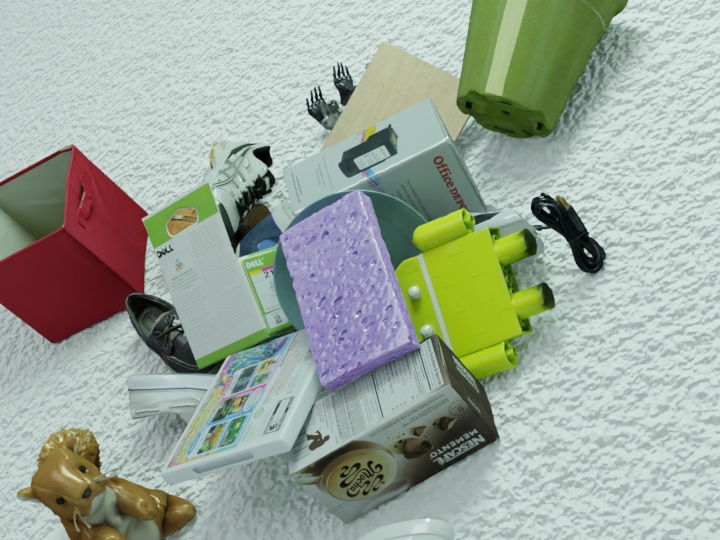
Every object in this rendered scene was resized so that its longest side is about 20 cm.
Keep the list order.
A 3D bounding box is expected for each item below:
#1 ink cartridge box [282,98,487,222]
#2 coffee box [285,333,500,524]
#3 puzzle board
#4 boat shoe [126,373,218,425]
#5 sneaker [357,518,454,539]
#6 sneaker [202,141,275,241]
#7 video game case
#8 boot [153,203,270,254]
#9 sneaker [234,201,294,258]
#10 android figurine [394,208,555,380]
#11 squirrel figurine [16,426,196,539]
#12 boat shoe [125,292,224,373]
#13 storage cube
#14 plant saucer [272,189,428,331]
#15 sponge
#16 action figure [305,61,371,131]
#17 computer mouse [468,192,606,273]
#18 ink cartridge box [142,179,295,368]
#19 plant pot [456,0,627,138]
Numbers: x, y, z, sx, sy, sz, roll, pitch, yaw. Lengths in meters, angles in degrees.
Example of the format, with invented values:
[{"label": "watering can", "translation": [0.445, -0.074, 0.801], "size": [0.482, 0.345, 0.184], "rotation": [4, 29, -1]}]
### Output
[{"label": "ink cartridge box", "translation": [0.031, -0.092, 1.607], "size": [0.199, 0.146, 0.083], "rotation": [-25, 47, 9]}, {"label": "coffee box", "translation": [0.031, 0.169, 1.433], "size": [0.199, 0.113, 0.080], "rotation": [-31, 40, 13]}, {"label": "puzzle board", "translation": [0.043, -0.171, 1.708], "size": [0.150, 0.017, 0.201], "rotation": [29, 89, 17]}, {"label": "boat shoe", "translation": [-0.198, 0.160, 1.668], "size": [0.199, 0.073, 0.066], "rotation": [-1, 88, 30]}, {"label": "sneaker", "translation": [0.014, 0.328, 1.352], "size": [0.199, 0.074, 0.116], "rotation": [-29, 43, 30]}, {"label": "sneaker", "translation": [-0.158, -0.111, 1.785], "size": [0.087, 0.076, 0.201], "rotation": [-4, 41, 5]}, {"label": "video game case", "translation": [-0.115, 0.143, 1.500], "size": [0.181, 0.024, 0.200], "rotation": [-21, 28, 35]}, {"label": "boot", "translation": [-0.226, -0.024, 1.819], "size": [0.154, 0.077, 0.201], "rotation": [5, 54, 34]}, {"label": "sneaker", "translation": [-0.097, 0.026, 1.698], "size": [0.147, 0.080, 0.200], "rotation": [-48, 50, 22]}, {"label": "android figurine", "translation": [0.110, 0.030, 1.484], "size": [0.199, 0.041, 0.183], "rotation": [-20, 82, 28]}, {"label": "squirrel figurine", "translation": [-0.323, 0.266, 1.578], "size": [0.200, 0.187, 0.142], "rotation": [26, 75, 47]}, {"label": "boat shoe", "translation": [-0.248, 0.083, 1.763], "size": [0.072, 0.065, 0.200], "rotation": [-49, 42, -9]}, {"label": "storage cube", "translation": [-0.423, -0.035, 1.917], "size": [0.199, 0.180, 0.172], "rotation": [-25, 44, 21]}, {"label": "plant saucer", "translation": [0.000, 0.000, 1.562], "size": [0.200, 0.201, 0.039], "rotation": [-32, 13, 13]}, {"label": "sponge", "translation": [-0.015, 0.020, 1.456], "size": [0.111, 0.030, 0.201], "rotation": [-29, 57, 18]}, {"label": "action figure", "translation": [0.001, -0.211, 1.786], "size": [0.119, 0.102, 0.200], "rotation": [-39, 38, -13]}, {"label": "computer mouse", "translation": [0.167, -0.031, 1.514], "size": [0.199, 0.110, 0.044], "rotation": [-9, 43, 44]}, {"label": "ink cartridge box", "translation": [-0.166, 0.000, 1.648], "size": [0.147, 0.076, 0.201], "rotation": [-25, 85, 44]}, {"label": "plant pot", "translation": [0.200, -0.267, 1.630], "size": [0.199, 0.200, 0.191], "rotation": [8, 75, 42]}]
